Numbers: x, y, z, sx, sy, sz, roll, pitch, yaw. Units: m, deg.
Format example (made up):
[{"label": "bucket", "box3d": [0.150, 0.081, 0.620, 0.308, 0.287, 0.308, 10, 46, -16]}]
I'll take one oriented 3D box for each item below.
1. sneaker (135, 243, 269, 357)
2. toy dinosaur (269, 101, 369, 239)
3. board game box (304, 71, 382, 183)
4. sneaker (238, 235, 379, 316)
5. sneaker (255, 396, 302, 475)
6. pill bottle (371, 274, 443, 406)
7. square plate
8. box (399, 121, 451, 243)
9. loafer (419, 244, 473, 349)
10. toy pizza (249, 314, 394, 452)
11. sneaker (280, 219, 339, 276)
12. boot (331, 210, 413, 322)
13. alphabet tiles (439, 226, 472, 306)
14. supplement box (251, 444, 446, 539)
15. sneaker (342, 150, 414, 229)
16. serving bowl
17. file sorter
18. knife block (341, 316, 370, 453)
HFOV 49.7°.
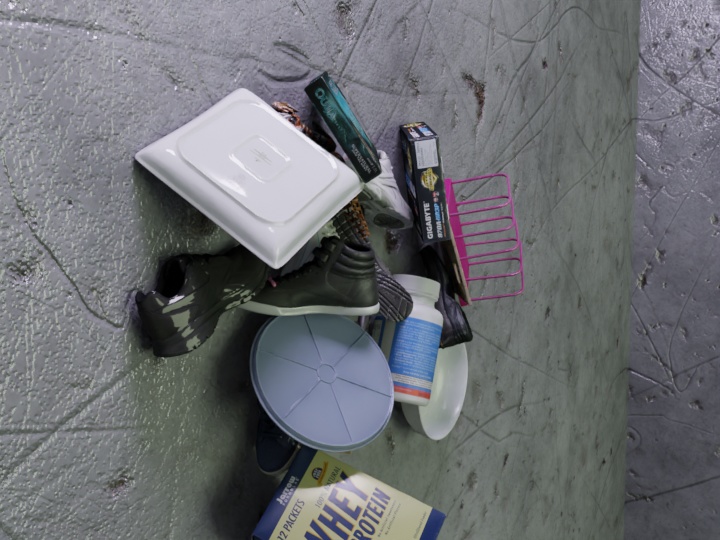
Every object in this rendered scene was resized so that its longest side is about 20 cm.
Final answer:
[{"label": "sneaker", "box3d": [-0.176, 0.011, 0.891, 0.200, 0.076, 0.091, -51, 125, -48]}, {"label": "toy dinosaur", "box3d": [-0.058, -0.124, 0.998, 0.136, 0.200, 0.102, -50, 173, -39]}, {"label": "board game box", "box3d": [-0.020, -0.191, 1.010, 0.135, 0.028, 0.200, 56, 9, -14]}, {"label": "sneaker", "box3d": [-0.069, 0.003, 0.981, 0.199, 0.071, 0.100, 1, 105, -16]}, {"label": "sneaker", "box3d": [-0.113, 0.160, 1.012, 0.085, 0.075, 0.201, 41, 50, -54]}, {"label": "pill bottle", "box3d": [0.074, 0.112, 1.264, 0.112, 0.112, 0.201, 25, 74, -57]}, {"label": "square plate", "box3d": [-0.114, -0.118, 0.880, 0.198, 0.200, 0.028, -48, 173, -45]}, {"label": "box", "box3d": [0.100, -0.146, 1.235, 0.200, 0.046, 0.160, -98, 179, -73]}, {"label": "loafer", "box3d": [0.129, 0.044, 1.348, 0.073, 0.072, 0.200, 54, 16, -51]}, {"label": "toy pizza", "box3d": [-0.049, 0.136, 0.981, 0.200, 0.032, 0.201, 17, 50, -22]}, {"label": "sneaker", "box3d": [-0.058, -0.047, 1.062, 0.070, 0.080, 0.201, -1, 94, -56]}, {"label": "boot", "box3d": [0.000, 0.000, 1.165, 0.200, 0.070, 0.132, 56, -3, 1]}, {"label": "alphabet tiles", "box3d": [0.153, -0.033, 1.347, 0.200, 0.008, 0.168, -107, -179, -84]}, {"label": "supplement box", "box3d": [-0.023, 0.359, 1.000, 0.134, 0.199, 0.200, -58, 168, -36]}, {"label": "sneaker", "box3d": [0.034, -0.132, 1.204, 0.200, 0.078, 0.100, 41, 55, -55]}, {"label": "serving bowl", "box3d": [0.124, 0.199, 1.400, 0.200, 0.066, 0.201, -11, 104, -57]}, {"label": "file sorter", "box3d": [0.231, -0.061, 1.445, 0.139, 0.125, 0.201, -76, 154, -56]}, {"label": "knife block", "box3d": [-0.027, 0.129, 1.060, 0.200, 0.064, 0.176, -61, 155, -75]}]
